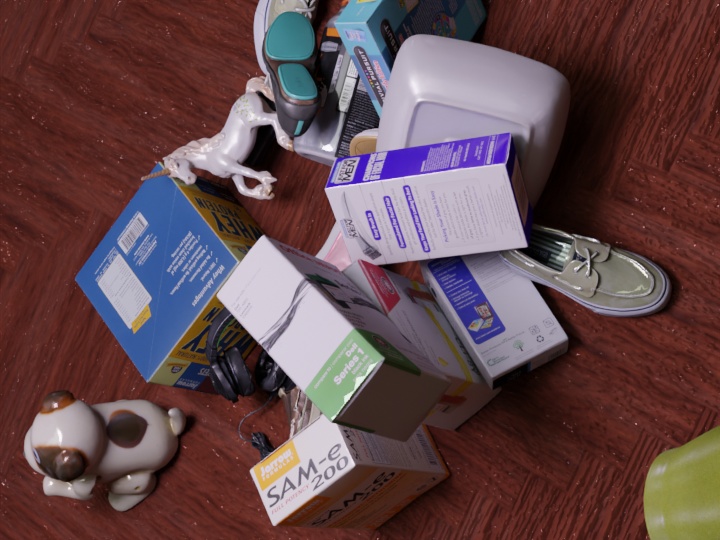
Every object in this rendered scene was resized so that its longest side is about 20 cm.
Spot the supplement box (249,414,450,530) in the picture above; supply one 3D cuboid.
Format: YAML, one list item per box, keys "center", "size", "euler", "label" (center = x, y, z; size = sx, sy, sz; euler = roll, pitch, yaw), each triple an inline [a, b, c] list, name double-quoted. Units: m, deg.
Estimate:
- center: [-0.008, 0.224, 1.568]
  size: [0.126, 0.199, 0.074]
  euler: [-39, 61, 22]
  label: "supplement box"

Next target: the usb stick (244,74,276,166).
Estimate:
- center: [-0.108, -0.211, 1.788]
  size: [0.056, 0.032, 0.201]
  euler: [49, 132, 16]
  label: "usb stick"

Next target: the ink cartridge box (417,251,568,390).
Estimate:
- center: [0.139, 0.027, 1.578]
  size: [0.099, 0.039, 0.201]
  euler: [-25, 62, -8]
  label: "ink cartridge box"

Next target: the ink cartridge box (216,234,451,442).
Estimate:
- center: [-0.027, 0.067, 1.401]
  size: [0.085, 0.146, 0.200]
  euler: [-51, 58, 10]
  label: "ink cartridge box"

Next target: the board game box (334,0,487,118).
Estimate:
- center: [0.061, -0.284, 1.603]
  size: [0.047, 0.152, 0.201]
  euler: [6, 50, 36]
  label: "board game box"

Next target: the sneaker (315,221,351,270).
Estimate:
- center: [0.000, 0.000, 1.669]
  size: [0.104, 0.075, 0.201]
  euler: [34, 82, 36]
  label: "sneaker"

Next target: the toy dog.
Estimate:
- center: [-0.335, 0.223, 1.798]
  size: [0.192, 0.199, 0.141]
  euler: [-17, 71, 32]
  label: "toy dog"

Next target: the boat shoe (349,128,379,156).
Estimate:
- center: [0.088, -0.137, 1.629]
  size: [0.198, 0.071, 0.070]
  euler: [10, 47, 6]
  label: "boat shoe"

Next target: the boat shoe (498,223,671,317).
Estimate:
- center: [0.232, -0.003, 1.513]
  size: [0.198, 0.062, 0.073]
  euler: [17, 80, 25]
  label: "boat shoe"

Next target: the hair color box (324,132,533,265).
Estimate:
- center: [0.074, -0.072, 1.500]
  size: [0.198, 0.110, 0.065]
  euler: [-7, 37, 18]
  label: "hair color box"

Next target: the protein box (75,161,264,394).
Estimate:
- center: [-0.219, 0.012, 1.800]
  size: [0.199, 0.134, 0.200]
  euler: [-51, 57, 15]
  label: "protein box"

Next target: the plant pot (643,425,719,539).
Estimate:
- center: [0.376, 0.216, 1.322]
  size: [0.192, 0.199, 0.203]
  euler: [-19, 69, 43]
  label: "plant pot"

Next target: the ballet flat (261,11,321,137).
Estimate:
- center: [-0.084, -0.225, 1.659]
  size: [0.201, 0.067, 0.069]
  euler: [-95, 13, -50]
  label: "ballet flat"

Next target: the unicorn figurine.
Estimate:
- center: [-0.153, -0.150, 1.752]
  size: [0.137, 0.074, 0.201]
  euler: [32, 82, 6]
  label: "unicorn figurine"

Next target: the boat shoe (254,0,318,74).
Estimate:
- center: [-0.085, -0.344, 1.808]
  size: [0.062, 0.072, 0.203]
  euler: [-1, 77, 46]
  label: "boat shoe"

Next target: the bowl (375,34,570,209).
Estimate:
- center: [0.115, -0.137, 1.528]
  size: [0.198, 0.075, 0.201]
  euler: [14, 130, 2]
  label: "bowl"

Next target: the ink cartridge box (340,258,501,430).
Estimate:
- center: [0.051, 0.084, 1.557]
  size: [0.083, 0.199, 0.146]
  euler: [-39, 61, 18]
  label: "ink cartridge box"

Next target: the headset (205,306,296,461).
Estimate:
- center: [-0.122, 0.130, 1.722]
  size: [0.094, 0.122, 0.202]
  euler: [-129, 38, -58]
  label: "headset"

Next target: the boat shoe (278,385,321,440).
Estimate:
- center: [-0.062, 0.161, 1.694]
  size: [0.074, 0.075, 0.204]
  euler: [15, 78, 20]
  label: "boat shoe"

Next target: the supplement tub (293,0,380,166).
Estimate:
- center: [0.000, -0.222, 1.703]
  size: [0.122, 0.122, 0.202]
  euler: [15, 88, 36]
  label: "supplement tub"
